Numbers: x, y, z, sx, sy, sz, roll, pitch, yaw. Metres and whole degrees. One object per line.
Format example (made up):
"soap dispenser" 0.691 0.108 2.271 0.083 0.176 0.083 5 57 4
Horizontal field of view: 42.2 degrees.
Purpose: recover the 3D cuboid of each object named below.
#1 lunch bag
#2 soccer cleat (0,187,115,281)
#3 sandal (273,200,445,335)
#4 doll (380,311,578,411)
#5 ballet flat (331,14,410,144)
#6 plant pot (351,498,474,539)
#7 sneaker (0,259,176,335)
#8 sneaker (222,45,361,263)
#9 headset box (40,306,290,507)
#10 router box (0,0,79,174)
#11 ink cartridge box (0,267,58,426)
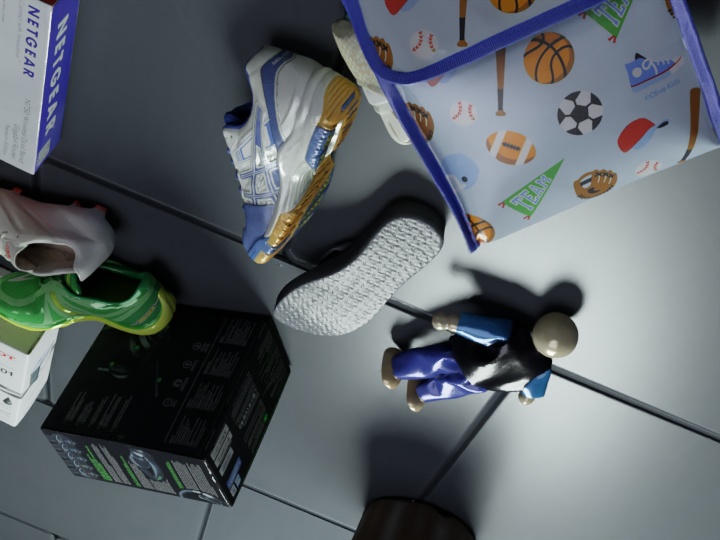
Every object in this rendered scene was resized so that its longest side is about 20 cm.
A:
"lunch bag" 0.093 -0.135 0.526 0.170 0.124 0.200 -22 115 15
"soccer cleat" -0.334 -0.037 0.906 0.199 0.078 0.069 9 140 17
"sandal" 0.001 0.000 0.826 0.076 0.043 0.200 35 131 -26
"doll" 0.108 0.079 0.852 0.200 0.049 0.136 -20 126 41
"ballet flat" 0.057 -0.100 0.644 0.200 0.067 0.062 30 97 -9
"plant pot" 0.045 0.400 1.135 0.199 0.199 0.201 13 141 11
"sneaker" -0.288 0.016 0.954 0.199 0.074 0.084 1 140 11
"sneaker" -0.068 -0.091 0.734 0.088 0.075 0.200 33 135 5
"headset box" -0.199 0.130 0.957 0.199 0.174 0.093 5 138 19
"router box" -0.323 -0.192 0.743 0.179 0.049 0.200 26 141 -5
"ink cartridge box" -0.440 0.081 1.088 0.146 0.086 0.200 27 143 -6
